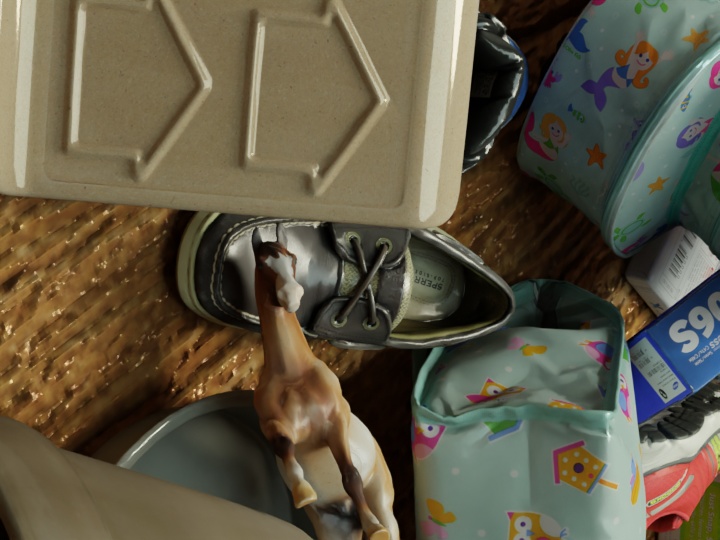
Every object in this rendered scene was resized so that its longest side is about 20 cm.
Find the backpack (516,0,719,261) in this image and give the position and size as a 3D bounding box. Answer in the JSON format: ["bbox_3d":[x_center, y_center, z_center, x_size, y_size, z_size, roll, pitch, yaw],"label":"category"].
[{"bbox_3d":[0.184,-0.098,0.995,0.199,0.151,0.178,-24,151,-35],"label":"backpack"}]

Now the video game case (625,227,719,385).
[{"bbox_3d":[0.250,-0.037,1.196,0.182,0.022,0.201,44,66,-45],"label":"video game case"}]

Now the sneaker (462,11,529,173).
[{"bbox_3d":[0.044,-0.083,0.873,0.199,0.111,0.078,-1,100,-49],"label":"sneaker"}]

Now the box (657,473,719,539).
[{"bbox_3d":[0.296,0.180,1.167,0.101,0.199,0.114,-13,109,-47],"label":"box"}]

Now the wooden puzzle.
[{"bbox_3d":[-0.050,-0.117,0.752,0.198,0.046,0.187,4,101,-10],"label":"wooden puzzle"}]

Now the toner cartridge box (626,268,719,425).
[{"bbox_3d":[0.225,0.004,1.016,0.199,0.095,0.043,-35,85,-17],"label":"toner cartridge box"}]

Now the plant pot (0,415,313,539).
[{"bbox_3d":[-0.099,0.154,0.688,0.172,0.199,0.202,6,95,-42],"label":"plant pot"}]

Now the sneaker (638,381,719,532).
[{"bbox_3d":[0.185,0.112,1.114,0.199,0.077,0.086,-10,115,-56],"label":"sneaker"}]

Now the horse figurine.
[{"bbox_3d":[-0.007,0.093,0.817,0.050,0.133,0.201,-25,133,1],"label":"horse figurine"}]

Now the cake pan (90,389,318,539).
[{"bbox_3d":[-0.079,0.150,0.849,0.199,0.036,0.202,-16,112,-46],"label":"cake pan"}]

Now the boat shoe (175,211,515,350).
[{"bbox_3d":[0.000,0.000,0.879,0.199,0.064,0.074,1,101,-48],"label":"boat shoe"}]

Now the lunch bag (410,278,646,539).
[{"bbox_3d":[0.087,0.110,0.965,0.200,0.121,0.172,-68,155,-70],"label":"lunch bag"}]
